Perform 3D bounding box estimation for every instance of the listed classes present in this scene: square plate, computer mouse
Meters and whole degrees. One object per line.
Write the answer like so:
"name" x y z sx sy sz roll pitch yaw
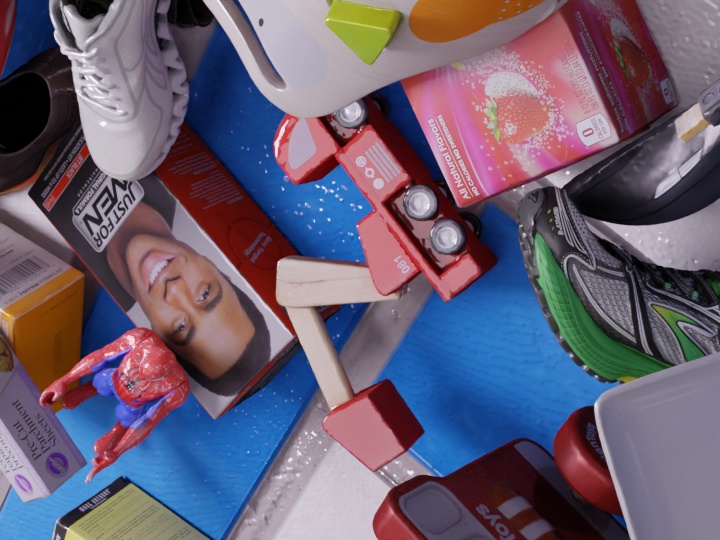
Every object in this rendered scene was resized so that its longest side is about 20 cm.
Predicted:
"square plate" 0.219 0.118 0.624 0.028 0.200 0.198 -157 50 -72
"computer mouse" 0.167 -0.059 0.590 0.200 0.140 0.046 -33 85 36

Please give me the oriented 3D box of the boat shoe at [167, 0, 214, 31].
"boat shoe" -0.100 -0.175 0.762 0.200 0.074 0.060 -16 94 27

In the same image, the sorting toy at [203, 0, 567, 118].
"sorting toy" -0.025 -0.159 0.603 0.200 0.107 0.180 57 146 4

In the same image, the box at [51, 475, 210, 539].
"box" -0.127 0.234 0.926 0.200 0.075 0.050 30 123 19

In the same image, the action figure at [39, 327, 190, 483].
"action figure" -0.174 0.095 0.845 0.065 0.099 0.200 53 149 0

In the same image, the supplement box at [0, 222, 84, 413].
"supplement box" -0.304 0.020 0.946 0.200 0.074 0.126 29 131 21

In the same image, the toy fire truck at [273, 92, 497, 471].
"toy fire truck" 0.000 0.000 0.752 0.141 0.049 0.200 -39 85 19

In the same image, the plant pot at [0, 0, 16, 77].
"plant pot" -0.320 -0.140 0.786 0.182 0.201 0.201 20 127 -24

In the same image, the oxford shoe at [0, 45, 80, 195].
"oxford shoe" -0.244 -0.099 0.874 0.200 0.073 0.071 -31 90 40

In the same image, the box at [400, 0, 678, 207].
"box" 0.067 -0.146 0.650 0.100 0.095 0.200 -22 95 36

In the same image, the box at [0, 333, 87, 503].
"box" -0.260 0.063 0.862 0.039 0.041 0.200 -23 101 44

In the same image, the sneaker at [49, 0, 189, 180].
"sneaker" -0.141 -0.130 0.717 0.075 0.081 0.200 22 131 14

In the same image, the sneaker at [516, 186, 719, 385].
"sneaker" 0.155 0.019 0.649 0.200 0.078 0.085 38 118 -24

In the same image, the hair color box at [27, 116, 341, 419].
"hair color box" -0.117 -0.014 0.835 0.200 0.061 0.102 48 125 7

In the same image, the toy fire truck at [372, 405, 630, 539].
"toy fire truck" 0.117 0.176 0.684 0.200 0.168 0.112 47 126 22
